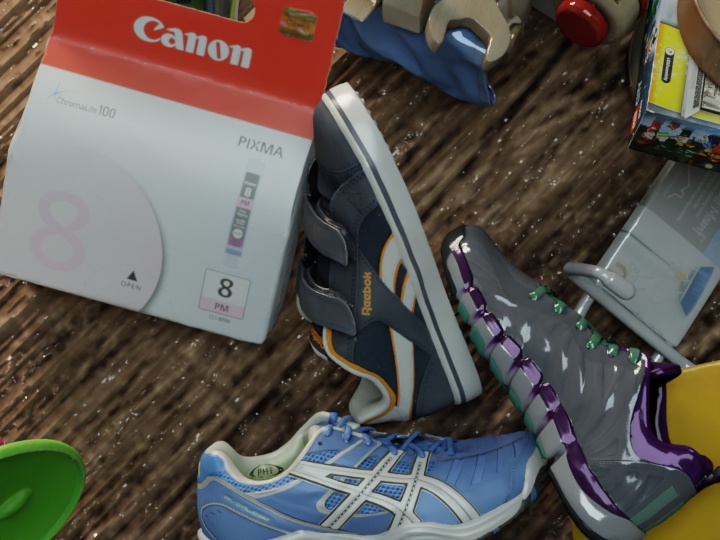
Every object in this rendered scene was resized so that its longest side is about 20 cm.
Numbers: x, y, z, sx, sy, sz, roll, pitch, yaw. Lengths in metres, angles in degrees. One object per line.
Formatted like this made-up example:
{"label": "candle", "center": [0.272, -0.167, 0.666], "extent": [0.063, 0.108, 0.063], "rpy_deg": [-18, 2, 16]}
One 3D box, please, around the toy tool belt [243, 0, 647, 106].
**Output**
{"label": "toy tool belt", "center": [0.045, -0.142, 1.276], "extent": [0.200, 0.125, 0.123], "rpy_deg": [23, 60, 25]}

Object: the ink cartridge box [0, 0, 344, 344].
{"label": "ink cartridge box", "center": [-0.107, -0.072, 1.259], "extent": [0.162, 0.057, 0.200], "rpy_deg": [15, 121, 5]}

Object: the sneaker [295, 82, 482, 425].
{"label": "sneaker", "center": [0.000, 0.000, 1.241], "extent": [0.079, 0.078, 0.200], "rpy_deg": [-23, 115, -4]}

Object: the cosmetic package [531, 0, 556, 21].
{"label": "cosmetic package", "center": [0.063, -0.231, 1.346], "extent": [0.200, 0.051, 0.083], "rpy_deg": [32, 80, 8]}

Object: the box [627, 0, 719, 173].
{"label": "box", "center": [0.227, -0.137, 1.254], "extent": [0.137, 0.038, 0.200], "rpy_deg": [15, 57, -4]}

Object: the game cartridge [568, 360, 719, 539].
{"label": "game cartridge", "center": [0.205, 0.134, 1.216], "extent": [0.200, 0.032, 0.176], "rpy_deg": [-14, 80, 34]}

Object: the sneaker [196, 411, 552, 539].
{"label": "sneaker", "center": [0.006, 0.115, 1.245], "extent": [0.200, 0.076, 0.077], "rpy_deg": [-13, 104, -4]}

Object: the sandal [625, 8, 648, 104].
{"label": "sandal", "center": [0.232, -0.158, 1.324], "extent": [0.200, 0.055, 0.082], "rpy_deg": [-38, 79, -7]}

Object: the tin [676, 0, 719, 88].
{"label": "tin", "center": [0.251, -0.104, 1.195], "extent": [0.112, 0.042, 0.200], "rpy_deg": [-33, 71, -32]}

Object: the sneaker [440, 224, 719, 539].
{"label": "sneaker", "center": [0.120, 0.049, 1.230], "extent": [0.088, 0.074, 0.200], "rpy_deg": [-33, 71, 12]}

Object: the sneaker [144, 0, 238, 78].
{"label": "sneaker", "center": [-0.099, -0.184, 1.321], "extent": [0.074, 0.081, 0.200], "rpy_deg": [-2, 77, 0]}

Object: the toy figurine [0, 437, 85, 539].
{"label": "toy figurine", "center": [-0.277, 0.096, 1.258], "extent": [0.200, 0.150, 0.184], "rpy_deg": [-46, 65, 16]}

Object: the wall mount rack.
{"label": "wall mount rack", "center": [0.213, 0.002, 1.282], "extent": [0.174, 0.075, 0.200], "rpy_deg": [37, 80, -20]}
